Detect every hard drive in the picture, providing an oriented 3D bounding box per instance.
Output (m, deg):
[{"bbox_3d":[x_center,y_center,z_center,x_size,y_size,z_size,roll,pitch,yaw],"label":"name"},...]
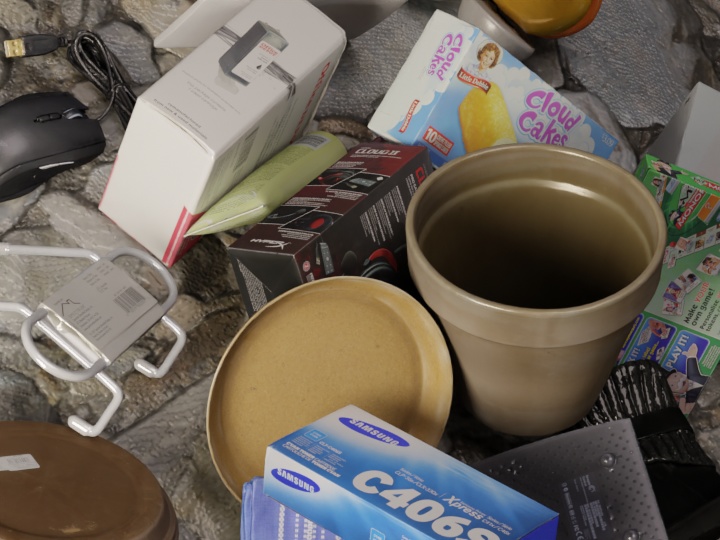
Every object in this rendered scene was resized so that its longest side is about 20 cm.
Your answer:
[{"bbox_3d":[0.129,0.201,1.620,0.198,0.042,0.136,-20,58,8],"label":"hard drive"}]

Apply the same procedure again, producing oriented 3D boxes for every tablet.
[{"bbox_3d":[-0.067,-0.217,1.856,0.198,0.130,0.014,-6,80,-28],"label":"tablet"}]

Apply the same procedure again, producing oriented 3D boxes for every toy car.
[{"bbox_3d":[0.145,-0.299,2.012,0.200,0.175,0.150,46,16,14],"label":"toy car"}]

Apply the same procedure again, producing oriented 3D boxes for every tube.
[{"bbox_3d":[-0.070,-0.065,1.744,0.052,0.058,0.200,30,25,11],"label":"tube"}]

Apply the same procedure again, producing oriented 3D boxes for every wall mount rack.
[{"bbox_3d":[-0.227,0.033,1.607,0.173,0.075,0.200,40,28,3],"label":"wall mount rack"}]

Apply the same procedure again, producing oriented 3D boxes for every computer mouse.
[{"bbox_3d":[-0.264,-0.138,1.755,0.199,0.046,0.141,-21,67,-35],"label":"computer mouse"}]

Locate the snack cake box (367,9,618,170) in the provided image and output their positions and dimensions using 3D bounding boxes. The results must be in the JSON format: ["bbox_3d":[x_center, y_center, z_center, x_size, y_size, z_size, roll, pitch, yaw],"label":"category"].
[{"bbox_3d":[0.113,-0.115,1.808,0.199,0.116,0.067,32,-1,-39],"label":"snack cake box"}]

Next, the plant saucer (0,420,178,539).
[{"bbox_3d":[-0.222,0.160,1.503,0.198,0.030,0.200,11,25,-5],"label":"plant saucer"}]

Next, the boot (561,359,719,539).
[{"bbox_3d":[0.197,0.167,1.718,0.210,0.080,0.159,-17,66,-39],"label":"boot"}]

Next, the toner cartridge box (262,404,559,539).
[{"bbox_3d":[0.034,0.165,1.527,0.199,0.044,0.095,25,31,34],"label":"toner cartridge box"}]

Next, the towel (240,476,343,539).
[{"bbox_3d":[0.010,0.222,1.573,0.198,0.024,0.146,2,68,-3],"label":"towel"}]

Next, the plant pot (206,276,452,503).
[{"bbox_3d":[-0.026,0.096,1.619,0.198,0.202,0.027,0,18,-25],"label":"plant pot"}]

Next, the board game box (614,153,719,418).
[{"bbox_3d":[0.253,0.016,1.780,0.134,0.201,0.029,21,26,-8],"label":"board game box"}]

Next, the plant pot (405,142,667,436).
[{"bbox_3d":[0.135,0.028,1.683,0.198,0.175,0.201,-1,42,1],"label":"plant pot"}]

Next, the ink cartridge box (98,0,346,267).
[{"bbox_3d":[-0.110,-0.121,1.747,0.085,0.146,0.200,38,48,9],"label":"ink cartridge box"}]

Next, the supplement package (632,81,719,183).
[{"bbox_3d":[0.334,-0.027,1.880,0.199,0.151,0.152,26,49,-5],"label":"supplement package"}]

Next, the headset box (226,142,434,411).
[{"bbox_3d":[0.000,0.000,1.702,0.075,0.150,0.200,6,33,39],"label":"headset box"}]

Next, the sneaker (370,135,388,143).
[{"bbox_3d":[0.065,-0.128,1.854,0.075,0.116,0.200,37,48,6],"label":"sneaker"}]
